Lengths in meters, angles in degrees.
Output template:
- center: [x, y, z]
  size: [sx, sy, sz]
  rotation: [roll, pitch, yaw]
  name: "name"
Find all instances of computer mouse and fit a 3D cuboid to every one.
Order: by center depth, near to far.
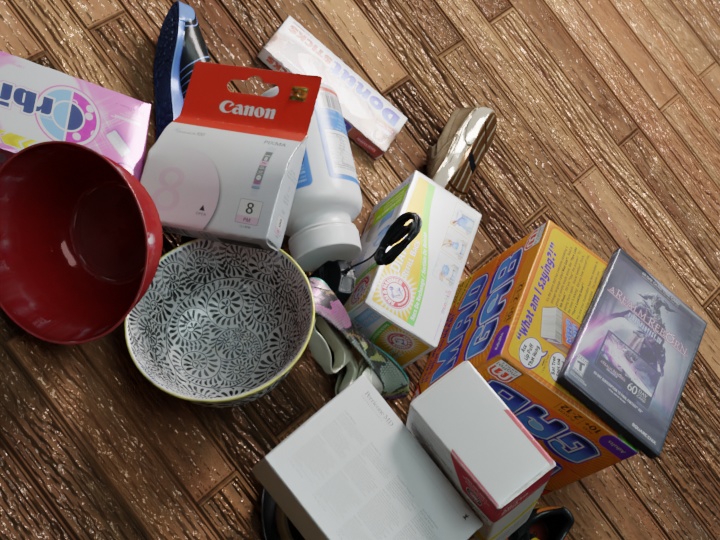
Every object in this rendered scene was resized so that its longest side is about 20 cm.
- center: [0.000, 0.000, 1.497]
  size: [0.034, 0.199, 0.059]
  rotation: [31, 39, -33]
  name: "computer mouse"

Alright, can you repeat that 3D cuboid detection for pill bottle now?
- center: [-0.060, -0.107, 1.559]
  size: [0.111, 0.112, 0.203]
  rotation: [0, 68, -31]
  name: "pill bottle"

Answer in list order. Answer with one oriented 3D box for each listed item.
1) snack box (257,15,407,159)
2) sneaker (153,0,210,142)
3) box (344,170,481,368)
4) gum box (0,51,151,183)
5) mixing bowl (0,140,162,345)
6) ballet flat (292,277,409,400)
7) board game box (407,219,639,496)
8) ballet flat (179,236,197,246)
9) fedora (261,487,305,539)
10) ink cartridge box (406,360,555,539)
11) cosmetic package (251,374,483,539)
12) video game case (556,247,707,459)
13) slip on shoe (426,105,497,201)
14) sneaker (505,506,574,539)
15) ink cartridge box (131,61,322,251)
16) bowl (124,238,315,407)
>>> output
- center: [-0.034, -0.230, 1.688]
  size: [0.199, 0.024, 0.072]
  rotation: [40, 52, -9]
  name: "snack box"
- center: [-0.193, -0.213, 1.559]
  size: [0.077, 0.070, 0.203]
  rotation: [10, 69, -32]
  name: "sneaker"
- center: [0.050, 0.005, 1.573]
  size: [0.101, 0.112, 0.202]
  rotation: [32, 56, -15]
  name: "box"
- center: [-0.323, -0.145, 1.442]
  size: [0.198, 0.066, 0.115]
  rotation: [17, 59, -24]
  name: "gum box"
- center: [-0.276, -0.032, 1.362]
  size: [0.202, 0.199, 0.108]
  rotation: [59, 22, 6]
  name: "mixing bowl"
- center: [-0.018, 0.096, 1.491]
  size: [0.201, 0.068, 0.072]
  rotation: [52, 41, -29]
  name: "ballet flat"
- center: [0.212, 0.108, 1.568]
  size: [0.199, 0.200, 0.201]
  rotation: [35, 54, -13]
  name: "board game box"
- center: [-0.133, -0.075, 1.468]
  size: [0.073, 0.073, 0.201]
  rotation: [39, 86, -9]
  name: "ballet flat"
- center: [-0.003, 0.257, 1.431]
  size: [0.198, 0.091, 0.203]
  rotation: [14, 60, -26]
  name: "fedora"
- center: [0.119, 0.210, 1.437]
  size: [0.083, 0.201, 0.145]
  rotation: [-35, 69, -18]
  name: "ink cartridge box"
- center: [0.008, 0.231, 1.361]
  size: [0.150, 0.052, 0.201]
  rotation: [-36, 85, -31]
  name: "cosmetic package"
- center: [0.307, 0.089, 1.498]
  size: [0.142, 0.019, 0.201]
  rotation: [39, 54, -10]
  name: "video game case"
- center: [0.110, -0.135, 1.714]
  size: [0.060, 0.076, 0.201]
  rotation: [16, 60, 23]
  name: "slip on shoe"
- center: [0.165, 0.328, 1.503]
  size: [0.200, 0.090, 0.070]
  rotation: [-37, 89, -38]
  name: "sneaker"
- center: [-0.141, -0.131, 1.429]
  size: [0.160, 0.057, 0.203]
  rotation: [10, 80, 18]
  name: "ink cartridge box"
- center: [-0.143, 0.071, 1.414]
  size: [0.198, 0.095, 0.203]
  rotation: [-2, 56, 3]
  name: "bowl"
